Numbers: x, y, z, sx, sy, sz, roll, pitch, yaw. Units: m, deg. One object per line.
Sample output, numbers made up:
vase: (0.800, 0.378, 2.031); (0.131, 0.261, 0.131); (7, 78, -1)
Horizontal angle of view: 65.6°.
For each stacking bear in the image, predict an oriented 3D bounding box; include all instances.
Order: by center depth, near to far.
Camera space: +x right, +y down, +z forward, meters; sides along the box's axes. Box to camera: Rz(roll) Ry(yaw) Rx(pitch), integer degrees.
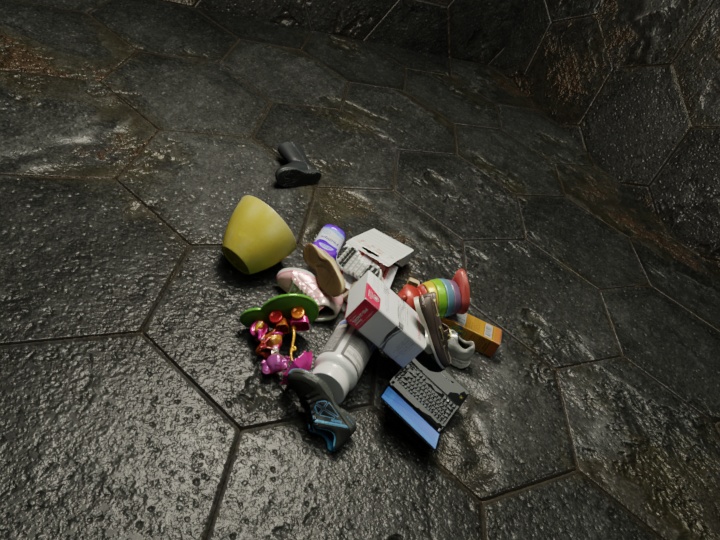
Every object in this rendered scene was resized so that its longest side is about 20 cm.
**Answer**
stacking bear: (0.192, 0.075, 1.543); (0.194, 0.122, 0.117); (-5, 66, -16)

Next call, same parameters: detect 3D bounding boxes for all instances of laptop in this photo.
laptop: (0.157, 0.298, 1.334); (0.177, 0.104, 0.200); (41, 66, 7)

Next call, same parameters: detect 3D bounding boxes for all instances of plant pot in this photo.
plant pot: (-0.291, -0.076, 1.505); (0.198, 0.201, 0.143); (35, 66, 13)

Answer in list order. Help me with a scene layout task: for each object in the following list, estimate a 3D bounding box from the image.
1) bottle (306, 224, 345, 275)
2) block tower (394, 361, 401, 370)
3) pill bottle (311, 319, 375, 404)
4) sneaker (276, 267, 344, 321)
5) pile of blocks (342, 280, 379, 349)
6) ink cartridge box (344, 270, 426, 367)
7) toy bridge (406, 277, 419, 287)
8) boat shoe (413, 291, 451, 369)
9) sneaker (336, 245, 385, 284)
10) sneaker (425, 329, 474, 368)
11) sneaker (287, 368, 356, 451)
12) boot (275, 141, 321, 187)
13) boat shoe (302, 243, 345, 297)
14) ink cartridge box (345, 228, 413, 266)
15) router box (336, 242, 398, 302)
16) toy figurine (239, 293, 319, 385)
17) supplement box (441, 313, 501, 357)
bottle: (-0.106, -0.058, 1.658); (0.082, 0.066, 0.202); (25, 38, 0)
block tower: (0.108, 0.183, 1.506); (0.053, 0.059, 0.203); (5, 40, -23)
pill bottle: (-0.044, 0.217, 1.336); (0.112, 0.115, 0.201); (28, 38, 6)
sneaker: (-0.138, 0.067, 1.487); (0.196, 0.076, 0.106); (24, 32, -8)
pile of blocks: (0.003, 0.130, 1.501); (0.081, 0.062, 0.204); (23, 40, -47)
ink cartridge box: (0.063, 0.119, 1.372); (0.199, 0.083, 0.146); (41, 22, -14)
toy bridge: (0.165, 0.103, 1.650); (0.066, 0.028, 0.203); (20, 39, -8)
boat shoe: (0.191, 0.149, 1.381); (0.058, 0.204, 0.072); (-20, 14, 11)
sneaker: (0.000, 0.000, 1.573); (0.200, 0.075, 0.081); (42, -5, 43)
sneaker: (0.223, 0.190, 1.533); (0.195, 0.088, 0.075); (21, 39, -3)
sneaker: (-0.093, 0.300, 1.216); (0.200, 0.073, 0.082); (47, 50, -3)
boot: (-0.247, -0.371, 1.931); (0.197, 0.077, 0.169); (-10, 53, -46)
boat shoe: (-0.085, -0.003, 1.501); (0.063, 0.072, 0.201); (12, 31, -43)
ink cartridge box: (0.058, -0.057, 1.719); (0.158, 0.048, 0.199); (30, 28, 18)
router box: (0.004, 0.022, 1.639); (0.176, 0.050, 0.201); (26, 38, 2)
toy figurine: (-0.185, 0.178, 1.313); (0.194, 0.152, 0.188); (-8, 53, -4)
supplement box: (0.306, 0.171, 1.618); (0.196, 0.067, 0.069); (26, 41, 3)
